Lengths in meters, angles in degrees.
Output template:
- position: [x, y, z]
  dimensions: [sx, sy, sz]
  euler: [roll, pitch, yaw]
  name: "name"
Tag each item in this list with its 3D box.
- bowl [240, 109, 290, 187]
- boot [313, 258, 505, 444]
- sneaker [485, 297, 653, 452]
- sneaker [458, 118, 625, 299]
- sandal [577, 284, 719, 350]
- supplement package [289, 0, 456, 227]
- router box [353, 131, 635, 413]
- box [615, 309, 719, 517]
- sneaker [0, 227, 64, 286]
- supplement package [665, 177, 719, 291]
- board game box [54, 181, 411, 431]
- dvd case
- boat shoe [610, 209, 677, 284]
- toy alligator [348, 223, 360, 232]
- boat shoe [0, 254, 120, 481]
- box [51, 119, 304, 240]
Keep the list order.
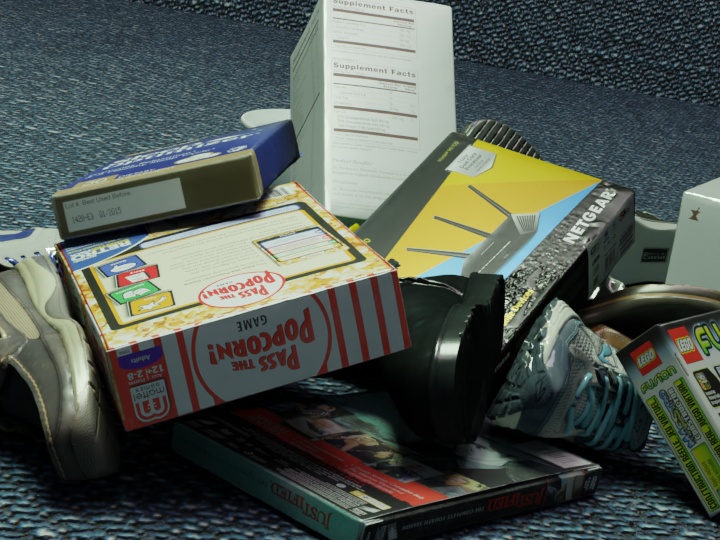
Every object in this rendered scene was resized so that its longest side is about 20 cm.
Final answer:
- position: [-0.013, -0.078, 1.509]
  dimensions: [0.200, 0.091, 0.201]
  euler: [10, 13, -2]
  name: "bowl"
- position: [-0.006, 0.041, 0.967]
  dimensions: [0.161, 0.074, 0.198]
  euler: [2, 16, 10]
  name: "boot"
- position: [0.136, 0.069, 1.005]
  dimensions: [0.086, 0.078, 0.200]
  euler: [30, 8, 14]
  name: "sneaker"
- position: [0.115, -0.030, 1.302]
  dimensions: [0.074, 0.200, 0.088]
  euler: [-48, 28, -23]
  name: "sneaker"
- position: [0.161, 0.051, 1.159]
  dimensions: [0.199, 0.055, 0.082]
  euler: [-3, -28, 0]
  name: "sandal"
- position: [0.008, -0.104, 1.344]
  dimensions: [0.109, 0.201, 0.114]
  euler: [6, -25, -15]
  name: "supplement package"
- position: [0.071, -0.001, 1.131]
  dimensions: [0.149, 0.051, 0.200]
  euler: [20, 48, 29]
  name: "router box"
- position: [0.241, 0.076, 1.040]
  dimensions: [0.199, 0.035, 0.110]
  euler: [-7, 64, -53]
  name: "box"
- position: [-0.198, 0.012, 1.054]
  dimensions: [0.198, 0.081, 0.115]
  euler: [0, 18, -10]
  name: "sneaker"
- position: [0.333, -0.007, 1.410]
  dimensions: [0.116, 0.118, 0.200]
  euler: [16, 14, 22]
  name: "supplement package"
- position: [-0.076, 0.011, 0.921]
  dimensions: [0.151, 0.047, 0.200]
  euler: [-15, 20, -12]
  name: "board game box"
- position: [0.017, 0.103, 0.934]
  dimensions: [0.146, 0.022, 0.199]
  euler: [21, 18, 40]
  name: "dvd case"
- position: [0.227, -0.024, 1.525]
  dimensions: [0.199, 0.071, 0.064]
  euler: [9, 11, -42]
  name: "boat shoe"
- position: [0.000, 0.000, 1.210]
  dimensions: [0.200, 0.059, 0.054]
  euler: [-36, 3, -41]
  name: "toy alligator"
- position: [-0.177, 0.059, 0.902]
  dimensions: [0.073, 0.075, 0.200]
  euler: [-20, 25, -11]
  name: "boat shoe"
- position: [-0.106, -0.061, 1.058]
  dimensions: [0.120, 0.033, 0.200]
  euler: [-12, 9, 8]
  name: "box"
